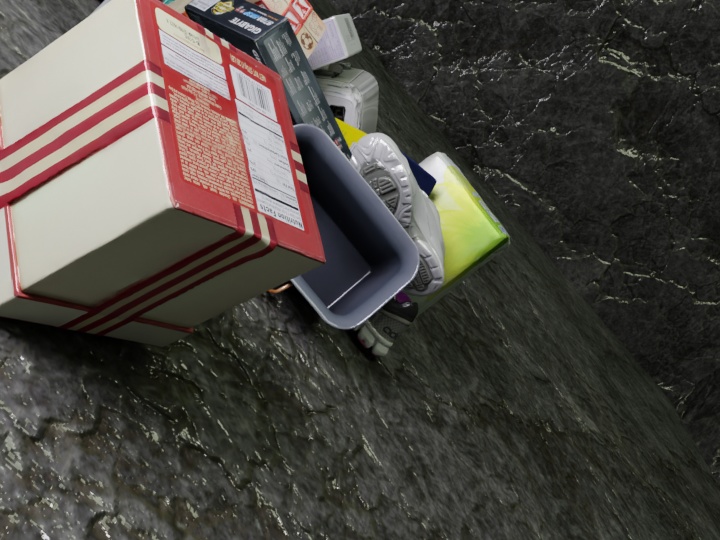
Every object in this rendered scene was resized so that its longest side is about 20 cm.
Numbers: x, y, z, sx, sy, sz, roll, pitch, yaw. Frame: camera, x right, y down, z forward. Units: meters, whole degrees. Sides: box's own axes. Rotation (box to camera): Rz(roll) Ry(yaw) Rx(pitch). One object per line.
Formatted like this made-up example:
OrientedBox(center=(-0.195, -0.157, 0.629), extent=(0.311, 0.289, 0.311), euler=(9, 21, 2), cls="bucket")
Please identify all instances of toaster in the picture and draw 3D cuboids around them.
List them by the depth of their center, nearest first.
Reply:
OrientedBox(center=(-0.044, -0.197, 1.372), extent=(0.113, 0.200, 0.129), euler=(13, 17, 9), cls="toaster")

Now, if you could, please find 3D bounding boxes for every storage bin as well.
OrientedBox(center=(-0.055, -0.032, 1.028), extent=(0.200, 0.146, 0.134), euler=(50, -12, -3), cls="storage bin")

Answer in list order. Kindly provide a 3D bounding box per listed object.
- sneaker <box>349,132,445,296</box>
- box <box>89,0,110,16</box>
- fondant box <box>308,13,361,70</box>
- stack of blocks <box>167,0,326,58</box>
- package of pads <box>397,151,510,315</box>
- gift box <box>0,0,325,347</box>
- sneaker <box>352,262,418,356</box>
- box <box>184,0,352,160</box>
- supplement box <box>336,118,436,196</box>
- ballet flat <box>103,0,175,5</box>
OrientedBox(center=(0.044, -0.073, 1.090), extent=(0.099, 0.078, 0.200), euler=(-65, 140, -54), cls="sneaker")
OrientedBox(center=(-0.205, -0.179, 0.964), extent=(0.124, 0.097, 0.200), euler=(36, 21, -45), cls="box")
OrientedBox(center=(-0.107, -0.285, 1.289), extent=(0.144, 0.200, 0.058), euler=(-66, 137, -72), cls="fondant box")
OrientedBox(center=(-0.153, -0.286, 1.143), extent=(0.115, 0.200, 0.059), euler=(48, 51, -30), cls="stack of blocks")
OrientedBox(center=(0.074, -0.040, 1.251), extent=(0.155, 0.200, 0.068), euler=(55, 10, 15), cls="package of pads")
OrientedBox(center=(-0.154, -0.065, 0.666), extent=(0.184, 0.187, 0.200), euler=(27, 43, -53), cls="gift box")
OrientedBox(center=(0.000, 0.000, 1.146), extent=(0.200, 0.087, 0.074), euler=(56, 8, 14), cls="sneaker")
OrientedBox(center=(-0.099, -0.205, 1.061), extent=(0.159, 0.046, 0.200), euler=(36, -20, 44), cls="box")
OrientedBox(center=(-0.026, -0.122, 1.197), extent=(0.200, 0.110, 0.109), euler=(32, 3, 33), cls="supplement box")
OrientedBox(center=(-0.275, -0.337, 1.220), extent=(0.200, 0.068, 0.072), euler=(29, 6, -46), cls="ballet flat")
